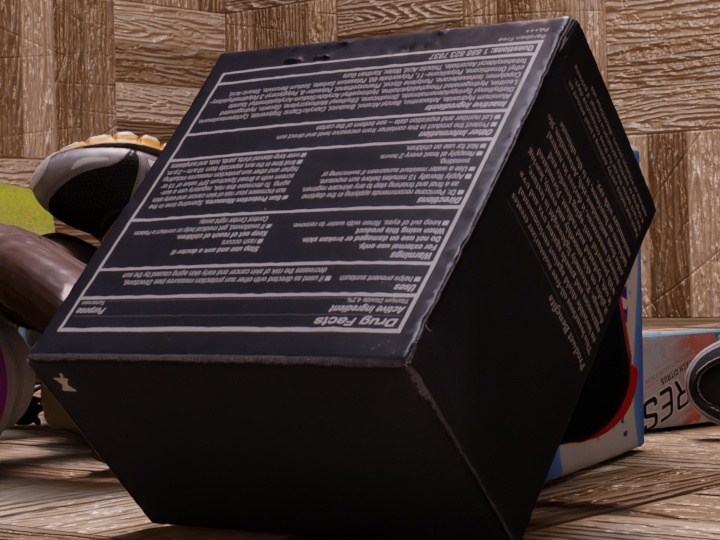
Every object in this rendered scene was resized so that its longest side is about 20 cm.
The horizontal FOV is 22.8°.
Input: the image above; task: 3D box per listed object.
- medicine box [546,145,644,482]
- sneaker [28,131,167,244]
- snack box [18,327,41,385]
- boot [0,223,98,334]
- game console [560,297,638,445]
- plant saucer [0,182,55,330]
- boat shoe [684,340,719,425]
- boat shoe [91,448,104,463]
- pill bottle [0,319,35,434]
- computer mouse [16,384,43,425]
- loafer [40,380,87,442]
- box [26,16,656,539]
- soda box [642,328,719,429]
[{"bbox_3d":[0.086,0.017,1.009,0.102,0.185,0.199,-1,1,26],"label":"medicine box"},{"bbox_3d":[-0.119,-0.022,1.146,0.198,0.078,0.078,22,-48,-28],"label":"sneaker"},{"bbox_3d":[-0.170,0.042,1.339,0.198,0.038,0.116,-10,-15,-23],"label":"snack box"},{"bbox_3d":[-0.152,0.023,1.050,0.199,0.065,0.185,18,1,43],"label":"boot"},{"bbox_3d":[0.035,0.011,0.897,0.198,0.179,0.031,-14,-11,25],"label":"game console"},{"bbox_3d":[-0.281,0.037,1.165,0.048,0.201,0.200,33,6,16],"label":"plant saucer"},{"bbox_3d":[0.288,0.074,1.077,0.198,0.071,0.066,7,2,25],"label":"boat shoe"},{"bbox_3d":[-0.058,0.079,1.044,0.198,0.067,0.072,-2,1,-9],"label":"boat shoe"},{"bbox_3d":[-0.263,0.066,1.010,0.103,0.106,0.200,-1,1,18],"label":"pill bottle"},{"bbox_3d":[-0.221,0.093,1.428,0.199,0.047,0.140,-15,17,-38],"label":"computer mouse"},{"bbox_3d":[-0.183,0.082,1.202,0.067,0.077,0.200,-6,-4,-6],"label":"loafer"},{"bbox_3d":[-0.003,0.006,0.781,0.198,0.124,0.199,-1,44,35],"label":"box"},{"bbox_3d":[0.169,0.075,1.198,0.198,0.064,0.068,-3,1,-39],"label":"soda box"}]
